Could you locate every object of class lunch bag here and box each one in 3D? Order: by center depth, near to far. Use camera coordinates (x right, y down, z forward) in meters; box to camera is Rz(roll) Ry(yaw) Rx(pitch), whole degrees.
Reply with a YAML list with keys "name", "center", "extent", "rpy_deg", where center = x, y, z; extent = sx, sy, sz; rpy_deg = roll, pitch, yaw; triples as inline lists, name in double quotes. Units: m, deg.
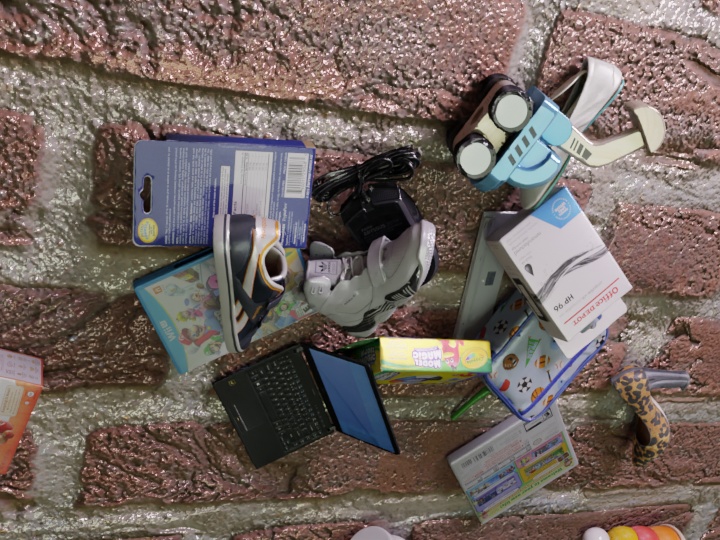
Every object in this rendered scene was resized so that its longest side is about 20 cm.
- name: "lunch bag"
  center: [0.257, 0.105, 1.140]
  extent: [0.200, 0.076, 0.160]
  rpy_deg: [-45, 117, -2]

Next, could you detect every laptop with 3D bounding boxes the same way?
- name: "laptop"
  center: [-0.070, 0.198, 1.070]
  extent: [0.196, 0.104, 0.180]
  rpy_deg: [-24, 126, -6]

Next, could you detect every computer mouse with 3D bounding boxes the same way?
- name: "computer mouse"
  center: [0.036, -0.063, 0.973]
  extent: [0.136, 0.053, 0.202]
  rpy_deg: [-18, 129, 16]

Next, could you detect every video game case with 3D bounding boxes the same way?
- name: "video game case"
  center: [-0.157, 0.032, 0.983]
  extent: [0.196, 0.018, 0.145]
  rpy_deg: [-24, 127, -7]
- name: "video game case"
  center: [0.254, 0.313, 1.325]
  extent: [0.197, 0.022, 0.184]
  rpy_deg: [-31, 127, -3]

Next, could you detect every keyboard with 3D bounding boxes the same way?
- name: "keyboard"
  center: [0.172, 0.011, 1.111]
  extent: [0.055, 0.011, 0.204]
  rpy_deg: [-5, 123, -25]

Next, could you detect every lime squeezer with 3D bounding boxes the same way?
- name: "lime squeezer"
  center: [0.223, 0.166, 1.219]
  extent: [0.196, 0.038, 0.071]
  rpy_deg: [-23, 158, -8]

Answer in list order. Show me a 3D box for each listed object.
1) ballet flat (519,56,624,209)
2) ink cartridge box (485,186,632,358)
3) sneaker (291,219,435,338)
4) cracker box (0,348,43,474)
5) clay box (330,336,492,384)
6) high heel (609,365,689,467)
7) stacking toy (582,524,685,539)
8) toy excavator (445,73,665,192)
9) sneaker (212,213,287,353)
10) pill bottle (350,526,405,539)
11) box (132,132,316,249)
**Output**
- name: "ballet flat"
  center: [0.243, -0.174, 0.996]
  extent: [0.069, 0.070, 0.202]
  rpy_deg: [26, 104, -33]
- name: "ink cartridge box"
  center: [0.268, 0.007, 1.047]
  extent: [0.115, 0.068, 0.202]
  rpy_deg: [-37, 97, -4]
- name: "sneaker"
  center: [0.000, 0.000, 0.942]
  extent: [0.113, 0.076, 0.200]
  rpy_deg: [23, 135, -19]
- name: "cracker box"
  center: [-0.475, 0.145, 0.900]
  extent: [0.197, 0.058, 0.136]
  rpy_deg: [19, 111, -30]
- name: "clay box"
  center: [0.063, 0.122, 1.069]
  extent: [0.195, 0.049, 0.115]
  rpy_deg: [3, 164, -26]
- name: "high heel"
  center: [0.450, 0.245, 1.340]
  extent: [0.139, 0.072, 0.204]
  rpy_deg: [4, 117, -16]
- name: "stacking toy"
  center: [0.505, 0.536, 1.522]
  extent: [0.196, 0.147, 0.149]
  rpy_deg: [19, 114, -12]
- name: "toy excavator"
  center: [0.224, -0.152, 0.935]
  extent: [0.198, 0.100, 0.196]
  rpy_deg: [34, 107, -15]
- name: "sneaker"
  center: [-0.121, 0.022, 0.908]
  extent: [0.077, 0.080, 0.202]
  rpy_deg: [-2, 139, -6]
- name: "pill bottle"
  center: [0.060, 0.505, 1.308]
  extent: [0.113, 0.115, 0.201]
  rpy_deg: [-37, 127, 4]
- name: "box"
  center: [-0.152, -0.086, 0.892]
  extent: [0.195, 0.032, 0.124]
  rpy_deg: [0, 115, -19]
